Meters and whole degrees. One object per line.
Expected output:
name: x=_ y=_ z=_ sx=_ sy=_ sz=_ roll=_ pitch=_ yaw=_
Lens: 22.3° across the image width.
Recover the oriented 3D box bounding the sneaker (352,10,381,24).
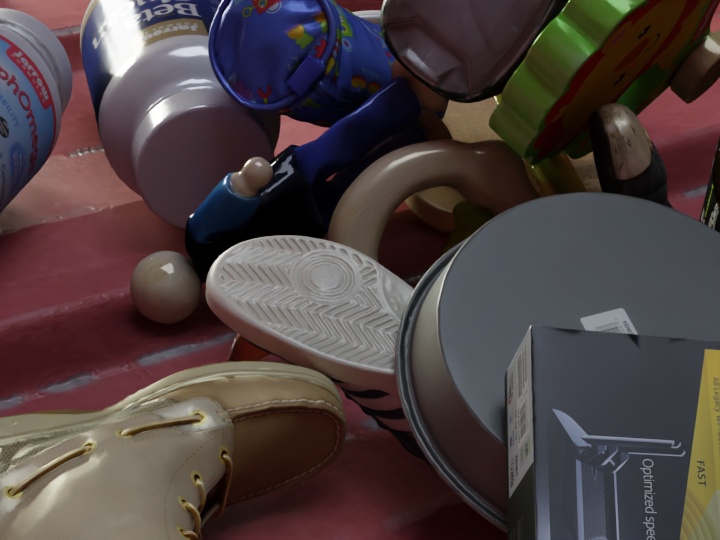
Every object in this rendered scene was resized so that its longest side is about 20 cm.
sneaker: x=0.035 y=-0.165 z=1.325 sx=0.199 sy=0.071 sz=0.099 roll=0 pitch=28 yaw=-28

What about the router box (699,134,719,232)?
router box: x=0.307 y=-0.040 z=1.085 sx=0.199 sy=0.150 sz=0.062 roll=6 pitch=28 yaw=-5

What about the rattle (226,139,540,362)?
rattle: x=0.000 y=0.000 z=1.015 sx=0.200 sy=0.130 sz=0.143 roll=-28 pitch=26 yaw=-9

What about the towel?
towel: x=0.107 y=-0.061 z=1.061 sx=0.086 sy=0.018 sz=0.200 roll=43 pitch=16 yaw=-33

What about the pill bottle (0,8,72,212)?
pill bottle: x=-0.237 y=-0.079 z=1.045 sx=0.108 sy=0.109 sz=0.200 roll=13 pitch=29 yaw=7

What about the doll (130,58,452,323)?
doll: x=-0.039 y=-0.034 z=1.007 sx=0.200 sy=0.137 sz=0.048 roll=-36 pitch=64 yaw=-11

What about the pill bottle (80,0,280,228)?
pill bottle: x=-0.110 y=-0.107 z=1.128 sx=0.111 sy=0.111 sz=0.200 roll=0 pitch=30 yaw=-15

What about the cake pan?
cake pan: x=0.117 y=0.042 z=0.844 sx=0.200 sy=0.037 sz=0.201 roll=5 pitch=53 yaw=-6

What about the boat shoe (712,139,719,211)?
boat shoe: x=0.238 y=-0.012 z=0.952 sx=0.069 sy=0.071 sz=0.200 roll=7 pitch=44 yaw=-9

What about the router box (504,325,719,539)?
router box: x=0.141 y=0.127 z=0.736 sx=0.157 sy=0.052 sz=0.201 roll=5 pitch=62 yaw=-7

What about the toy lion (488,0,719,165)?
toy lion: x=0.142 y=-0.121 z=0.987 sx=0.192 sy=0.200 sz=0.069 roll=-41 pitch=76 yaw=-19

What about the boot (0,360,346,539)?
boot: x=-0.075 y=0.113 z=0.780 sx=0.199 sy=0.073 sz=0.155 roll=-8 pitch=32 yaw=-25

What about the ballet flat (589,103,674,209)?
ballet flat: x=0.169 y=-0.030 z=0.999 sx=0.057 sy=0.200 sz=0.067 roll=-19 pitch=51 yaw=14

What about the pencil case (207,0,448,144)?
pencil case: x=-0.011 y=-0.118 z=1.080 sx=0.087 sy=0.078 sz=0.200 roll=42 pitch=13 yaw=21

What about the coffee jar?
coffee jar: x=0.089 y=-0.154 z=1.026 sx=0.085 sy=0.104 sz=0.200 roll=41 pitch=20 yaw=10

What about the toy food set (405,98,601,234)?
toy food set: x=0.102 y=-0.085 z=1.215 sx=0.197 sy=0.049 sz=0.200 roll=-4 pitch=31 yaw=-22

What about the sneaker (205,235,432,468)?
sneaker: x=0.015 y=0.051 z=0.898 sx=0.199 sy=0.085 sz=0.075 roll=22 pitch=51 yaw=8
